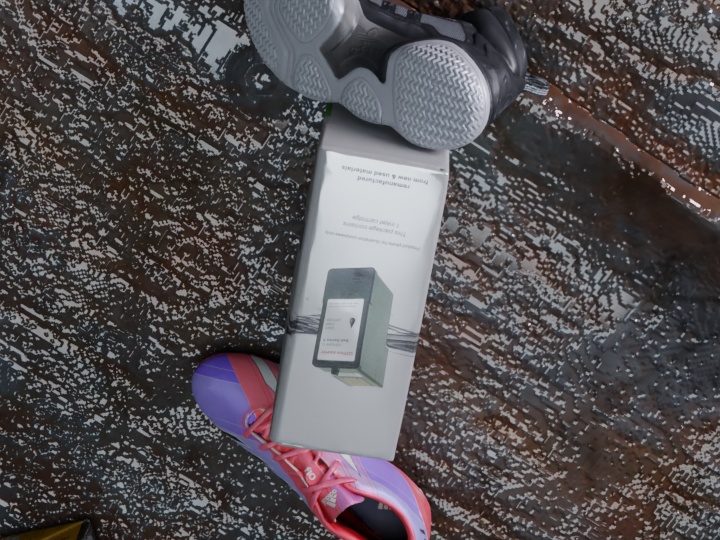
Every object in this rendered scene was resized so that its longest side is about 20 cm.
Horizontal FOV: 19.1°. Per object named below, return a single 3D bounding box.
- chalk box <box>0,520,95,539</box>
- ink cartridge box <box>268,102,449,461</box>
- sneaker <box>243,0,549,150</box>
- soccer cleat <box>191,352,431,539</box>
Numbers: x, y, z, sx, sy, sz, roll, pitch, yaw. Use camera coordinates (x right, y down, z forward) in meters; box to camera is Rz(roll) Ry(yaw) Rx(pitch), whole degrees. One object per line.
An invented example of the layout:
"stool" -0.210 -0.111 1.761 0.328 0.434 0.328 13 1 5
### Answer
"chalk box" -0.230 0.299 1.503 0.123 0.124 0.201 -12 108 7
"ink cartridge box" 0.000 0.000 1.373 0.084 0.146 0.201 10 111 -2
"sneaker" 0.024 -0.142 1.358 0.200 0.114 0.076 32 122 30
"soccer cleat" -0.032 0.129 1.460 0.200 0.077 0.067 40 108 -11
